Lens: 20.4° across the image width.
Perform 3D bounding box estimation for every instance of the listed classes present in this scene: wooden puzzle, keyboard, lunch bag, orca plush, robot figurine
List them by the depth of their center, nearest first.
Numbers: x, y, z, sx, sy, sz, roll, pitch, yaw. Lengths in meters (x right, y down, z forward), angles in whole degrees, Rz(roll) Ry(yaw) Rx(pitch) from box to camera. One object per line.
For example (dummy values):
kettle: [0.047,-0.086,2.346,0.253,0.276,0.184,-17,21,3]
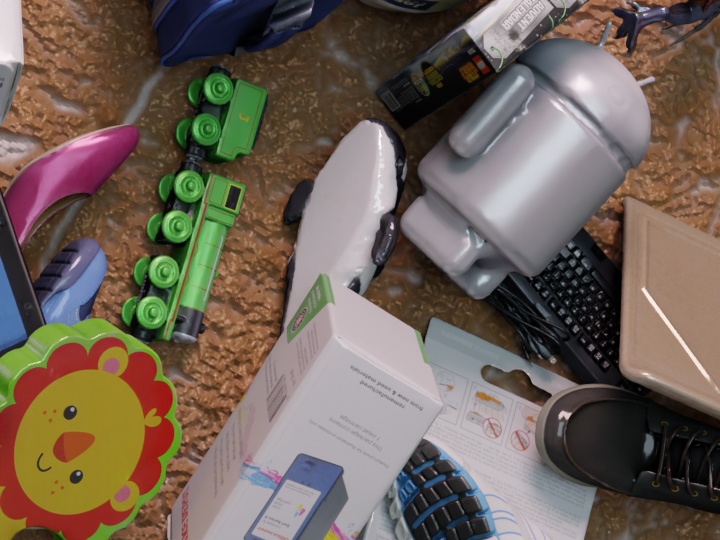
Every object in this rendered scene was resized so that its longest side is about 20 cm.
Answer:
lunch bag: [-0.071,-0.211,1.314,0.135,0.200,0.133,-20,89,-19]
robot figurine: [0.118,-0.077,1.369,0.200,0.170,0.113,-47,57,0]
orca plush: [0.000,0.000,1.388,0.071,0.105,0.201,18,75,-47]
wooden puzzle: [0.263,0.048,1.432,0.184,0.037,0.201,24,38,-14]
keyboard: [0.144,0.016,1.443,0.104,0.040,0.200,-43,95,-18]

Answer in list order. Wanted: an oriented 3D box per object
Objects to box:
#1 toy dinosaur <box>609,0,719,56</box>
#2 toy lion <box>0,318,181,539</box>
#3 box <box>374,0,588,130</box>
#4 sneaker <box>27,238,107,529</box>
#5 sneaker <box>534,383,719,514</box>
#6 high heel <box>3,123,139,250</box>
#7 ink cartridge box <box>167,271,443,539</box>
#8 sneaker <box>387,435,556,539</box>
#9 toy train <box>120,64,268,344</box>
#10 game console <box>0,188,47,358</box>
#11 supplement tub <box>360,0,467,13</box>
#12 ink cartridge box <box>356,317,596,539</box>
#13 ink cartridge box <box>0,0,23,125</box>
toy dinosaur: [0.267,-0.204,1.452,0.181,0.200,0.106,-13,117,-26]
toy lion: [-0.201,0.133,1.252,0.191,0.069,0.201,-10,113,-34]
box: [0.098,-0.166,1.364,0.137,0.200,0.040,-40,95,-16]
sneaker: [-0.202,0.077,1.317,0.082,0.074,0.201,23,86,-16]
sneaker: [0.225,0.127,1.404,0.199,0.106,0.075,16,83,-30]
high heel: [-0.213,-0.013,1.317,0.200,0.067,0.096,-34,86,-12]
ink cartridge box: [-0.040,0.121,1.289,0.087,0.145,0.200,32,101,-13]
sneaker: [0.097,0.192,1.360,0.200,0.075,0.087,54,35,4]
toy train: [-0.111,-0.042,1.373,0.056,0.042,0.201,20,79,-26]
game console: [-0.313,-0.005,1.240,0.172,0.118,0.201,-6,72,-54]
supplement tub: [0.054,-0.256,1.358,0.144,0.200,0.146,2,84,-17]
ink cartridge box: [0.084,0.156,1.423,0.159,0.047,0.201,25,62,-14]
ink cartridge box: [-0.294,-0.199,1.272,0.147,0.086,0.201,3,63,-18]
